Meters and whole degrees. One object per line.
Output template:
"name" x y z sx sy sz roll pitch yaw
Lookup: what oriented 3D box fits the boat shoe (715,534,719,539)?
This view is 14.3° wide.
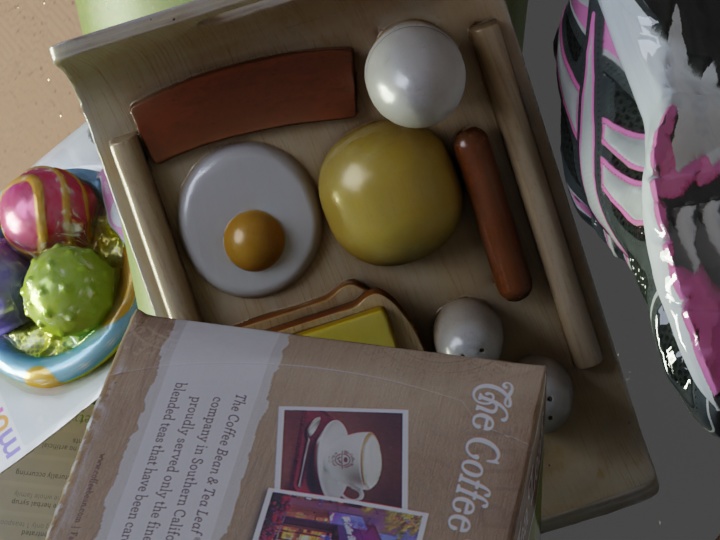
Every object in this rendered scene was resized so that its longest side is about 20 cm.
"boat shoe" 0.098 0.122 0.859 0.201 0.072 0.068 -63 36 25

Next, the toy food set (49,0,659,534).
"toy food set" 0.000 0.000 0.919 0.060 0.143 0.201 -94 -13 -78

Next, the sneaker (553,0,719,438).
"sneaker" 0.106 -0.026 0.906 0.086 0.080 0.201 119 153 -48

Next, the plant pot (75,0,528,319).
"plant pot" -0.020 -0.058 1.017 0.200 0.199 0.191 2 94 58

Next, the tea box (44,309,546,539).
"tea box" -0.024 0.153 0.833 0.200 0.133 0.197 -73 -12 -48

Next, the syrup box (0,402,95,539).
"syrup box" -0.172 0.117 1.293 0.081 0.078 0.201 32 108 56

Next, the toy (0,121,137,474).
"toy" -0.120 -0.012 1.189 0.200 0.047 0.115 -36 57 11
